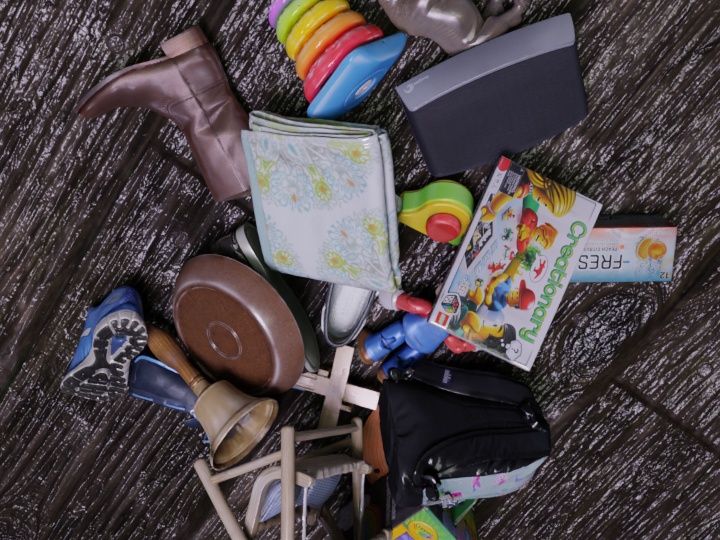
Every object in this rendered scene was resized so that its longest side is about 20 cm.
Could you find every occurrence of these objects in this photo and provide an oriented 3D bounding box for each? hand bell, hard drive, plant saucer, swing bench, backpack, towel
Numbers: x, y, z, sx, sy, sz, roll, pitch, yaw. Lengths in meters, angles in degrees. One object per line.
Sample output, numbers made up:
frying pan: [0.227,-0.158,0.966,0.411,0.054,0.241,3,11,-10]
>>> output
hand bell: [-0.203,0.133,0.860,0.199,0.104,0.105,40,109,21]
hard drive: [0.151,-0.183,0.780,0.197,0.043,0.136,-21,133,10]
plant saucer: [-0.158,0.077,0.860,0.197,0.034,0.203,18,129,24]
swing bench: [-0.060,0.286,0.795,0.128,0.198,0.203,-23,74,19]
backpack: [0.126,0.202,0.859,0.196,0.170,0.127,-1,148,-11]
towel: [-0.042,-0.071,0.775,0.168,0.048,0.203,13,129,26]

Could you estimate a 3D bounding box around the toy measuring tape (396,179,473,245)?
toy measuring tape: [0.068,-0.086,0.815,0.197,0.074,0.074,25,109,-21]

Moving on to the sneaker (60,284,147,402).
sneaker: [-0.323,0.095,0.905,0.078,0.090,0.200,22,128,-29]

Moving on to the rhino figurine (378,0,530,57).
rhino figurine: [0.076,-0.293,0.760,0.197,0.060,0.089,24,107,-7]

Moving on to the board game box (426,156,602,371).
board game box: [0.170,-0.007,0.788,0.124,0.035,0.203,24,89,1]

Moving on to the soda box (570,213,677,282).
soda box: [0.267,-0.027,0.844,0.196,0.064,0.070,0,109,3]

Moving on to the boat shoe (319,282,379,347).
boat shoe: [0.000,0.000,0.863,0.074,0.060,0.204,12,109,-2]

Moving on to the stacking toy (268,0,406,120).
stacking toy: [-0.058,-0.272,0.759,0.201,0.116,0.110,51,133,2]

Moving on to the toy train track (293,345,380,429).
toy train track: [-0.070,0.142,0.927,0.196,0.033,0.117,15,92,5]

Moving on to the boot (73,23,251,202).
boot: [-0.207,-0.151,0.822,0.184,0.064,0.202,-25,111,11]

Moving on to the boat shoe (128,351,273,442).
boat shoe: [-0.208,0.174,0.926,0.197,0.084,0.070,25,90,8]

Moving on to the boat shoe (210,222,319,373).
boat shoe: [-0.116,0.043,0.879,0.060,0.072,0.204,-25,98,14]

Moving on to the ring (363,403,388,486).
ring: [0.096,0.243,0.967,0.196,0.019,0.204,0,108,1]

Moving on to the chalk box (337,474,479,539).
chalk box: [0.078,0.339,0.925,0.199,0.125,0.124,-36,104,15]

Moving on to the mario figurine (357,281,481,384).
mario figurine: [0.095,0.060,0.888,0.199,0.107,0.123,-34,141,23]
